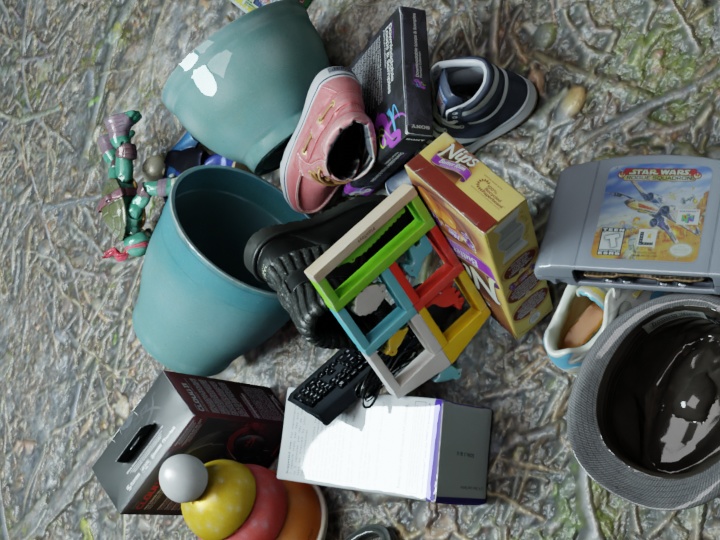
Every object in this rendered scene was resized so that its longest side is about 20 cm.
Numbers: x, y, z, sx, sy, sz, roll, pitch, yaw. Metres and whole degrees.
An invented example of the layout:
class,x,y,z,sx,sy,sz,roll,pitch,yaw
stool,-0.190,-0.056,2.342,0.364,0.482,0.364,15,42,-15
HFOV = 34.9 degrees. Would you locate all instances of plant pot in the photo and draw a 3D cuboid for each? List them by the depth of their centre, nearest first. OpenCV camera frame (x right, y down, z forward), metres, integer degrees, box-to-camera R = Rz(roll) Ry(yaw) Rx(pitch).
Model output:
class,x,y,z,sx,sy,sz,roll,pitch,yaw
plant pot,-0.166,0.014,1.318,0.188,0.200,0.200,-52,54,33
plant pot,-0.111,-0.197,1.331,0.200,0.200,0.134,-37,84,24

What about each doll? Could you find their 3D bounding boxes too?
class,x,y,z,sx,sy,sz,roll,pitch,yaw
doll,-0.208,-0.123,1.457,0.200,0.048,0.137,11,95,43

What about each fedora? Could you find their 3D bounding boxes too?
class,x,y,z,sx,sy,sz,roll,pitch,yaw
fedora,0.286,0.120,1.016,0.176,0.090,0.201,19,80,35

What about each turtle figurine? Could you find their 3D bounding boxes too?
class,x,y,z,sx,sy,sz,roll,pitch,yaw
turtle figurine,-0.280,-0.090,1.437,0.150,0.100,0.201,-28,76,47

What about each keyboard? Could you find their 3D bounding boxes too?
class,x,y,z,sx,sy,sz,roll,pitch,yaw
keyboard,0.016,0.075,1.179,0.200,0.040,0.104,-42,34,-20

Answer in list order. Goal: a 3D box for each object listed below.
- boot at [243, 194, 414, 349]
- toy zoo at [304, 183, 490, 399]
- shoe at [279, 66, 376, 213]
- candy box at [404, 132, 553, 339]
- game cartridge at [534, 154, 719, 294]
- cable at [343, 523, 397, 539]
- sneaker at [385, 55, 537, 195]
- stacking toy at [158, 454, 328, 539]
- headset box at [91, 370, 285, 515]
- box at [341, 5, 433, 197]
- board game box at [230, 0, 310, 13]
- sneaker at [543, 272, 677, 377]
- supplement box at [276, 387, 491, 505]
class,x,y,z,sx,sy,sz,roll,pitch,yaw
boot,-0.001,0.002,1.182,0.158,0.211,0.080,41,141,45
toy zoo,0.047,0.033,1.106,0.131,0.200,0.020,-42,31,-12
shoe,-0.037,-0.117,1.249,0.200,0.071,0.091,110,152,-43
candy box,0.118,-0.029,1.105,0.056,0.200,0.117,-40,55,-7
game cartridge,0.267,-0.044,1.039,0.199,0.042,0.134,3,62,26
cable,-0.041,0.334,1.253,0.200,0.050,0.097,-39,42,9
sneaker,0.083,-0.151,1.214,0.200,0.108,0.070,-38,60,23
stacking toy,-0.140,0.246,1.217,0.146,0.200,0.147,-21,45,23
headset box,-0.189,0.197,1.277,0.149,0.200,0.075,-52,55,14
box,0.023,-0.177,1.246,0.200,0.036,0.144,143,127,-66
board game box,-0.087,-0.408,1.446,0.135,0.029,0.200,42,105,34
sneaker,0.247,0.012,1.075,0.076,0.081,0.200,33,94,37
supplement box,0.023,0.181,1.188,0.199,0.101,0.104,-1,79,35
